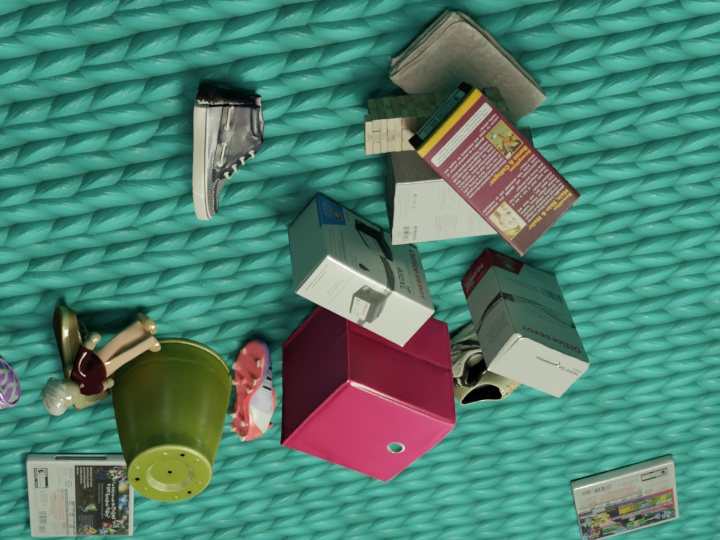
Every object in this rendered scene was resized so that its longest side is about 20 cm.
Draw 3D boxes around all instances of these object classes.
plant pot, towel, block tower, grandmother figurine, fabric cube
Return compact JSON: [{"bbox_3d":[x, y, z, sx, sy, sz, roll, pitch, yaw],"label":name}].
[{"bbox_3d":[-0.296,0.247,1.736,0.197,0.194,0.202,-5,130,-6],"label":"plant pot"},{"bbox_3d":[0.144,-0.253,1.498,0.132,0.035,0.199,-38,124,24],"label":"towel"},{"bbox_3d":[0.101,-0.200,1.480,0.197,0.058,0.055,-6,130,-5],"label":"block tower"},{"bbox_3d":[-0.389,0.141,1.649,0.200,0.060,0.122,-40,136,-32],"label":"grandmother figurine"},{"bbox_3d":[0.009,0.173,1.707,0.198,0.202,0.196,24,132,-26],"label":"fabric cube"}]

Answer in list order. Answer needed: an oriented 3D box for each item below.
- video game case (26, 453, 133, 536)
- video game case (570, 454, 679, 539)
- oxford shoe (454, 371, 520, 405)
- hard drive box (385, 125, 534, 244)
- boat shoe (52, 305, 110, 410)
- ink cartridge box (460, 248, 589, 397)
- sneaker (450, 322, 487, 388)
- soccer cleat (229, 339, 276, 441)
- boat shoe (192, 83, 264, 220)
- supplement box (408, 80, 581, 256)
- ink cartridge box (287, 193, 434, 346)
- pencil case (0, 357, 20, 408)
[{"bbox_3d":[-0.488,0.395,1.940,0.179,0.024,0.202,2,128,-11],"label":"video game case"},{"bbox_3d":[0.513,0.444,2.144,0.197,0.023,0.184,-16,130,3],"label":"video game case"},{"bbox_3d":[0.249,0.181,1.848,0.197,0.074,0.071,-17,130,5],"label":"oxford shoe"},{"bbox_3d":[0.138,-0.116,1.553,0.197,0.078,0.157,-5,150,-5],"label":"hard drive box"},{"bbox_3d":[-0.428,0.131,1.702,0.062,0.073,0.203,-15,130,-18],"label":"boat shoe"},{"bbox_3d":[0.247,0.079,1.680,0.144,0.201,0.084,22,123,-25],"label":"ink cartridge box"},{"bbox_3d":[0.147,0.159,1.806,0.199,0.088,0.076,-34,129,20],"label":"sneaker"},{"bbox_3d":[-0.167,0.190,1.806,0.076,0.066,0.202,-20,132,-41],"label":"soccer cleat"},{"bbox_3d":[-0.178,-0.153,1.500,0.091,0.075,0.202,4,128,-3],"label":"boat shoe"},{"bbox_3d":[0.171,-0.131,1.424,0.200,0.086,0.110,43,98,-15],"label":"supplement box"},{"bbox_3d":[0.000,0.000,1.611,0.199,0.146,0.084,28,120,-28],"label":"ink cartridge box"},{"bbox_3d":[-0.624,0.207,1.720,0.198,0.086,0.084,-23,128,11],"label":"pencil case"}]
